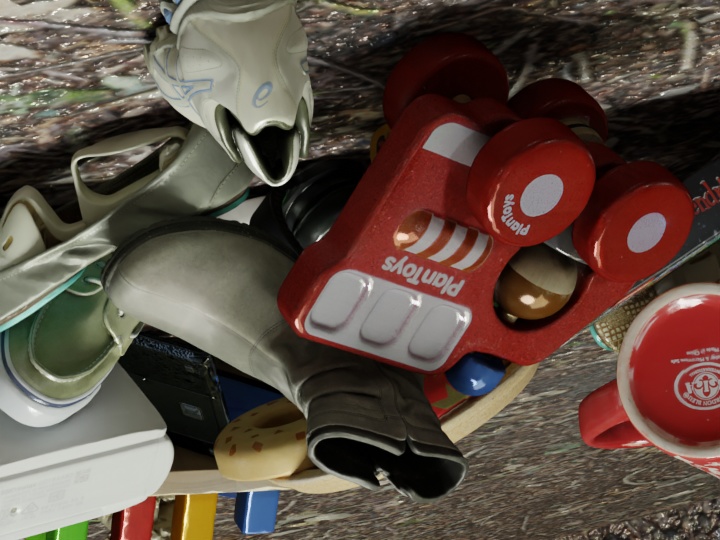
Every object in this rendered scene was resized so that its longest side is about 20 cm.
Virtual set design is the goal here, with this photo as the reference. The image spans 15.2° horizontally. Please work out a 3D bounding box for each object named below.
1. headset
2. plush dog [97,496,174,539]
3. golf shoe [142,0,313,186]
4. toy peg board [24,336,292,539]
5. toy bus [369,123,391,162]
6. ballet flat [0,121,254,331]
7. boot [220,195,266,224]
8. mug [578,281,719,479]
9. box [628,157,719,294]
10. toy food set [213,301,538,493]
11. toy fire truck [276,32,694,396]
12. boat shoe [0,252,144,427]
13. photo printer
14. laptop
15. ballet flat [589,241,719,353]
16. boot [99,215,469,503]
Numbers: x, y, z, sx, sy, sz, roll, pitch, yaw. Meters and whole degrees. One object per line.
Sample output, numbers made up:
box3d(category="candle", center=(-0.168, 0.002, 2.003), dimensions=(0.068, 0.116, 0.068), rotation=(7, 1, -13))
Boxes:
box3d(category="headset", center=(0.000, 0.000, 1.592), dimensions=(0.094, 0.123, 0.200), rotation=(-52, 168, 24))
box3d(category="plush dog", center=(-0.165, 0.115, 1.981), dimensions=(0.200, 0.161, 0.172), rotation=(-43, 145, 9))
box3d(category="golf shoe", center=(-0.058, -0.080, 1.270), dimensions=(0.078, 0.097, 0.200), rotation=(-13, 169, -3))
box3d(category="toy peg board", center=(-0.149, 0.130, 1.804), dimensions=(0.199, 0.098, 0.200), rotation=(-1, -156, -22))
box3d(category="toy bus", center=(0.069, -0.055, 1.557), dimensions=(0.078, 0.065, 0.200), rotation=(-17, 167, 26))
box3d(category="ballet flat", center=(-0.152, -0.029, 1.448), dimensions=(0.200, 0.064, 0.067), rotation=(-27, -157, 14))
box3d(category="boot", center=(-0.044, 0.014, 1.689), dimensions=(0.073, 0.090, 0.200), rotation=(-13, 167, 5))
box3d(category="mug", center=(0.227, 0.087, 1.696), dimensions=(0.177, 0.133, 0.200), rotation=(-41, 159, 13))
box3d(category="box", center=(0.205, -0.033, 1.642), dimensions=(0.200, 0.038, 0.137), rotation=(-33, 175, -15))
box3d(category="toy food set", center=(0.021, 0.068, 1.616), dimensions=(0.200, 0.049, 0.198), rotation=(-17, -163, 40))
box3d(category="toy fire truck", center=(0.067, -0.016, 1.414), dimensions=(0.200, 0.112, 0.168), rotation=(19, 111, -43))
box3d(category="boat shoe", center=(-0.151, 0.013, 1.521), dimensions=(0.062, 0.072, 0.200), rotation=(-42, -169, 34))
box3d(category="photo printer", center=(-0.225, 0.066, 1.548), dimensions=(0.166, 0.200, 0.070), rotation=(-12, 134, -35))
box3d(category="laptop", center=(-0.142, 0.048, 1.736), dimensions=(0.177, 0.103, 0.200), rotation=(15, 149, 17))
box3d(category="ballet flat", center=(0.213, -0.008, 1.764), dimensions=(0.065, 0.071, 0.200), rotation=(-14, -161, 35))
box3d(category="boot", center=(-0.033, 0.049, 1.413), dimensions=(0.200, 0.131, 0.068), rotation=(19, 120, -31))
